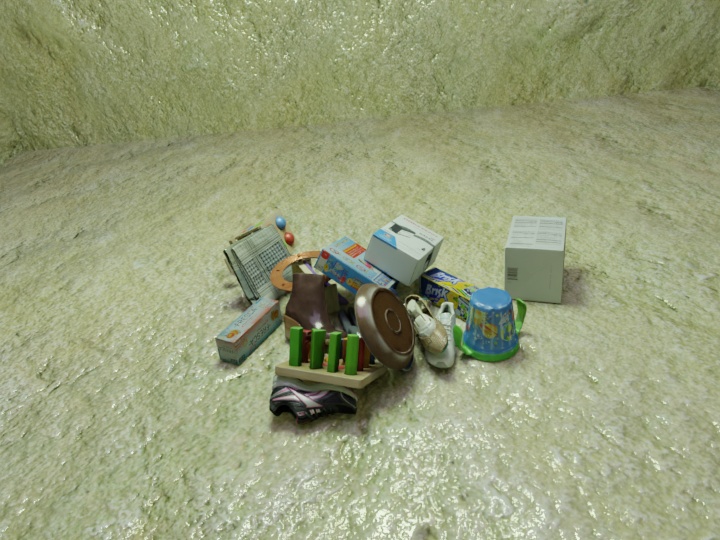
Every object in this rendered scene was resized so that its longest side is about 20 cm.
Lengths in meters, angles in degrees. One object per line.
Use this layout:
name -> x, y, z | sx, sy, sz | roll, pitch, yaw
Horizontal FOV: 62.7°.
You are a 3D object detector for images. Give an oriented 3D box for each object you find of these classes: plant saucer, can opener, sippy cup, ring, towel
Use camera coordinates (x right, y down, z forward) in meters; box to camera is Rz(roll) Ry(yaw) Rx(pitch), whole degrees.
plant saucer -> 0.063, 0.116, 1.296 | 0.032, 0.202, 0.201 | -29, 16, 30
can opener -> -0.014, 0.138, 1.460 | 0.052, 0.068, 0.201 | -11, 29, -12
sippy cup -> 0.302, 0.117, 1.371 | 0.137, 0.133, 0.178 | 9, 32, 26
ring -> -0.150, 0.004, 1.611 | 0.195, 0.020, 0.202 | -8, 32, 5
towel -> -0.271, -0.013, 1.672 | 0.034, 0.196, 0.199 | -15, 15, 47

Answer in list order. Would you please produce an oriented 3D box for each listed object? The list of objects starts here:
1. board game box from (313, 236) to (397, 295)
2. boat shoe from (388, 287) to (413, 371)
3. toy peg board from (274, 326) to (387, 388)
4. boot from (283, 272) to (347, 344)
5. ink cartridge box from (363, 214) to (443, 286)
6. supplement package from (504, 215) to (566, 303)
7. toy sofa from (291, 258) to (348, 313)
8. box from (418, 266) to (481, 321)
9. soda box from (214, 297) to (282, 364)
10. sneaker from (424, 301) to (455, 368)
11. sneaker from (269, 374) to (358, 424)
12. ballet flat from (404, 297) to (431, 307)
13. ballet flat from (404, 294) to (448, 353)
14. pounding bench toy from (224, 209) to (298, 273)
board game box -> 0.000, 0.000, 1.543 | 0.193, 0.057, 0.200 | 32, 19, 9
boat shoe -> 0.071, 0.146, 1.384 | 0.072, 0.072, 0.204 | -29, 55, 32
toy peg board -> -0.055, 0.174, 1.290 | 0.195, 0.101, 0.199 | 6, 4, 19
boot -> -0.105, 0.094, 1.456 | 0.196, 0.171, 0.072 | 6, -6, 31
ink cartridge box -> 0.119, -0.060, 1.582 | 0.143, 0.085, 0.199 | 30, 30, 15
supplement package -> 0.471, -0.035, 1.589 | 0.147, 0.155, 0.201 | 4, 30, 19
toy sofa -> -0.114, 0.039, 1.645 | 0.096, 0.085, 0.200 | -18, 31, -20
box -> 0.240, 0.062, 1.546 | 0.063, 0.072, 0.198 | -22, 33, -32
soda box -> -0.278, 0.148, 1.492 | 0.062, 0.070, 0.200 | 9, 31, 26
sneaker -> 0.191, 0.148, 1.387 | 0.068, 0.082, 0.202 | 7, 32, 6
sneaker -> -0.100, 0.284, 1.230 | 0.195, 0.081, 0.088 | 4, 53, 16
ballet flat -> 0.097, 0.123, 1.471 | 0.195, 0.070, 0.072 | -10, 48, -20
ballet flat -> 0.143, 0.119, 1.365 | 0.071, 0.065, 0.201 | -46, 27, 8
pounding bench toy -> -0.301, -0.071, 1.778 | 0.153, 0.126, 0.201 | -20, 19, 31
